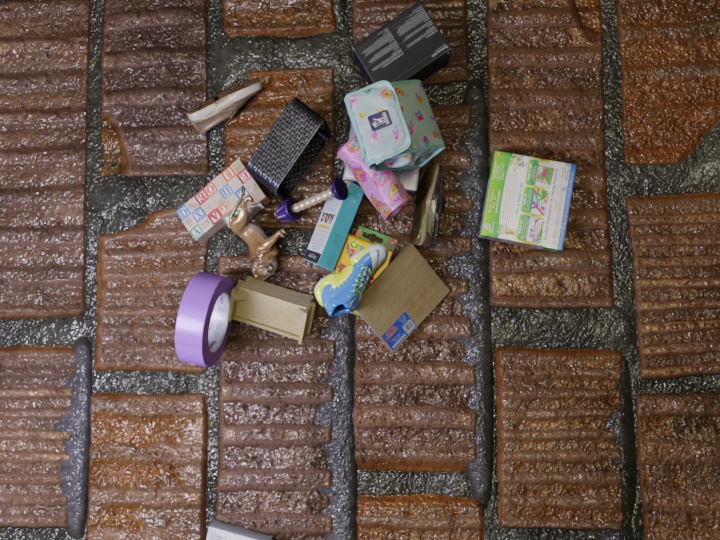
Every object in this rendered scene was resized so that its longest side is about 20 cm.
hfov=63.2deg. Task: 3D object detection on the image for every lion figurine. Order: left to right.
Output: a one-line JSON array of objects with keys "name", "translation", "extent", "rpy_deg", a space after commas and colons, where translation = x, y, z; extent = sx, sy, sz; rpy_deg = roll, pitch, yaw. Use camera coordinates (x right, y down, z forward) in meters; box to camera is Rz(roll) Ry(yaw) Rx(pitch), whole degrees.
[{"name": "lion figurine", "translation": [-0.251, -0.083, 1.369], "extent": [0.121, 0.073, 0.202], "rpy_deg": [-37, 103, 9]}]

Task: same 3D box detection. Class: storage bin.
[{"name": "storage bin", "translation": [-0.164, -0.278, 1.365], "extent": [0.093, 0.135, 0.202], "rpy_deg": [36, 89, 6]}]

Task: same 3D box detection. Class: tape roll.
[{"name": "tape roll", "translation": [-0.346, 0.110, 1.317], "extent": [0.063, 0.200, 0.207], "rpy_deg": [9, 86, 4]}]

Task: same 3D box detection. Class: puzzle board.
[{"name": "puzzle board", "translation": [0.094, 0.062, 1.349], "extent": [0.200, 0.017, 0.151], "rpy_deg": [-45, 103, -9]}]

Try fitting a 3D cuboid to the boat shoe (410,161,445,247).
[{"name": "boat shoe", "translation": [0.166, -0.151, 1.370], "extent": [0.063, 0.073, 0.206], "rpy_deg": [18, 79, -20]}]

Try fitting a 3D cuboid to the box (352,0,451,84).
[{"name": "box", "translation": [0.098, -0.513, 1.393], "extent": [0.197, 0.079, 0.144], "rpy_deg": [-32, 81, 1]}]

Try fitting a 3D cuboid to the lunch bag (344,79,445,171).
[{"name": "lunch bag", "translation": [0.067, -0.312, 1.272], "extent": [0.196, 0.121, 0.175], "rpy_deg": [-13, 80, -37]}]

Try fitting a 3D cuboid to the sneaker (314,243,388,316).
[{"name": "sneaker", "translation": [-0.007, 0.032, 1.298], "extent": [0.198, 0.075, 0.107], "rpy_deg": [-36, 56, 12]}]

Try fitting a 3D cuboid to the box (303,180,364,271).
[{"name": "box", "translation": [-0.062, -0.106, 1.367], "extent": [0.048, 0.082, 0.205], "rpy_deg": [23, 87, -31]}]

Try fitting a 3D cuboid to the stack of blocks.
[{"name": "stack of blocks", "translation": [-0.328, -0.154, 1.407], "extent": [0.198, 0.059, 0.116], "rpy_deg": [-38, 84, 1]}]

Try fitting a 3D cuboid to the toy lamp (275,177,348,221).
[{"name": "toy lamp", "translation": [-0.118, -0.160, 1.355], "extent": [0.196, 0.058, 0.060], "rpy_deg": [-19, 83, 34]}]

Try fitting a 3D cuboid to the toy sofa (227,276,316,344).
[{"name": "toy sofa", "translation": [-0.205, 0.091, 1.377], "extent": [0.194, 0.098, 0.085], "rpy_deg": [16, 111, 5]}]

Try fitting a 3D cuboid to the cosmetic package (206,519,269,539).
[{"name": "cosmetic package", "translation": [-0.296, 0.701, 1.344], "extent": [0.146, 0.052, 0.207], "rpy_deg": [12, 86, 2]}]

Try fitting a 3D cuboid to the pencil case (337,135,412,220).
[{"name": "pencil case", "translation": [0.032, -0.214, 1.327], "extent": [0.087, 0.087, 0.202], "rpy_deg": [-37, 84, 1]}]

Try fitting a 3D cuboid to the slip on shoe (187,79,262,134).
[{"name": "slip on shoe", "translation": [-0.323, -0.400, 1.429], "extent": [0.196, 0.076, 0.062], "rpy_deg": [-30, 124, -6]}]

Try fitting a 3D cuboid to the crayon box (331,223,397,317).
[{"name": "crayon box", "translation": [0.000, 0.000, 1.375], "extent": [0.123, 0.051, 0.206], "rpy_deg": [18, 87, 6]}]

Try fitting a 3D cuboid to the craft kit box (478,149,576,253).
[{"name": "craft kit box", "translation": [0.387, -0.160, 1.362], "extent": [0.191, 0.049, 0.207], "rpy_deg": [12, 86, 3]}]

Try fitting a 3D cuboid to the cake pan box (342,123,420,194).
[{"name": "cake pan box", "translation": [0.059, -0.288, 1.393], "extent": [0.178, 0.052, 0.207], "rpy_deg": [8, 86, 7]}]
